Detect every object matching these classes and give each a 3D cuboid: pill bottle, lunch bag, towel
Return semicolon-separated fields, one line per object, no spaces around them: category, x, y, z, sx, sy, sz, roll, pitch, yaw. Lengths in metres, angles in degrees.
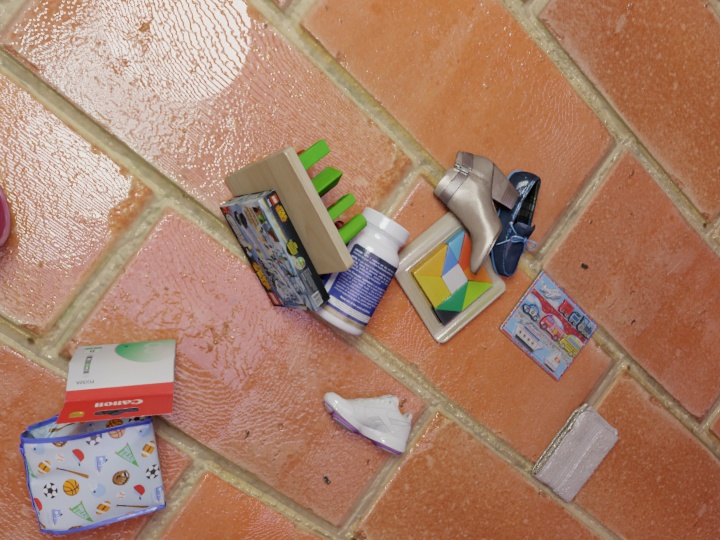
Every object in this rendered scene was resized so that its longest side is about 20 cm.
pill bottle;0.000;0.000;1.011;0.114;0.116;0.203;29;92;-20
lunch bag;-0.432;0.315;0.936;0.195;0.123;0.175;-11;104;-23
towel;0.482;0.408;1.280;0.132;0.034;0.202;38;88;-19

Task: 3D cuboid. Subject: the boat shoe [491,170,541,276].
boat shoe;0.299;-0.087;1.101;0.083;0.068;0.206;-6;105;-40

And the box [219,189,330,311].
box;-0.141;-0.030;0.943;0.040;0.135;0.203;-40;116;-32

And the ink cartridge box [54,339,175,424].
ink cartridge box;-0.367;0.164;0.884;0.156;0.200;0.052;-2;101;-17

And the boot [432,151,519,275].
boot;0.199;-0.114;1.061;0.144;0.070;0.203;29;77;1

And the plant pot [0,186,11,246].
plant pot;-0.622;-0.075;0.776;0.176;0.201;0.203;-26;108;6

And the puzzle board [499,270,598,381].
puzzle board;0.401;0.120;1.210;0.199;0.017;0.152;39;87;-19

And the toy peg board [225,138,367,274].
toy peg board;-0.095;-0.104;0.944;0.098;0.197;0.203;-40;111;-34

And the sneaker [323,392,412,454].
sneaker;0.016;0.271;1.103;0.198;0.074;0.101;33;71;-20

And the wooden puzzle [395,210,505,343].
wooden puzzle;0.174;0.012;1.109;0.184;0.037;0.202;-38;108;-7
